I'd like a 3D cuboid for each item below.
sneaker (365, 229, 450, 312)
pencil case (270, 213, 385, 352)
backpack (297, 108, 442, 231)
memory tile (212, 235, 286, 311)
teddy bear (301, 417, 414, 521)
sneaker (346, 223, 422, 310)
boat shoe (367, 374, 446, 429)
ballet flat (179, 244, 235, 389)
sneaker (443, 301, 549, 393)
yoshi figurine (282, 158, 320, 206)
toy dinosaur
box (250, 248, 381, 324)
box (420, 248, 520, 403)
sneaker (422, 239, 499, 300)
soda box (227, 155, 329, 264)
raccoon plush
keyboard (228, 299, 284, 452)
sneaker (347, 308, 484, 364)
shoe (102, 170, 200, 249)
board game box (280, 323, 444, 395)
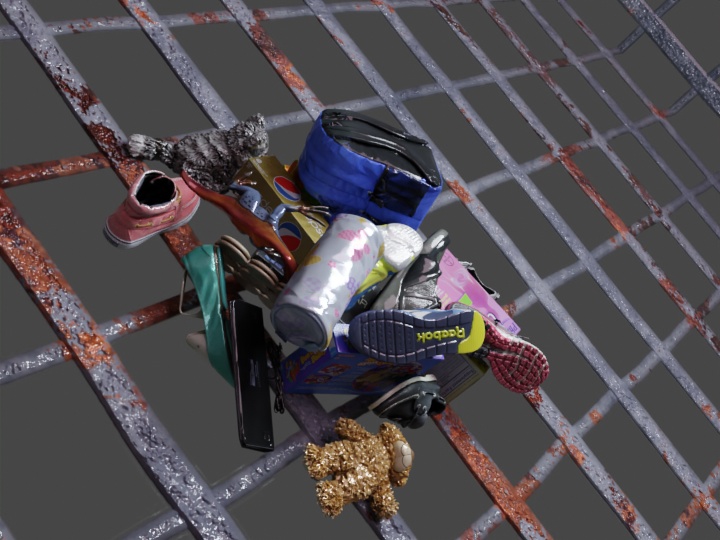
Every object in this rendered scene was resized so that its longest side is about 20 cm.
[{"bbox_3d":[0.098,0.034,1.530,0.114,0.076,0.200,38,63,-4],"label":"sneaker"},{"bbox_3d":[-0.039,0.014,1.336,0.091,0.083,0.200,43,49,-15],"label":"pencil case"},{"bbox_3d":[0.001,-0.142,1.540,0.200,0.168,0.163,23,21,-19],"label":"backpack"},{"bbox_3d":[-0.129,0.025,1.418,0.200,0.153,0.017,41,74,-8],"label":"memory tile"},{"bbox_3d":[0.005,0.266,1.371,0.200,0.067,0.145,13,49,-37],"label":"teddy bear"},{"bbox_3d":[0.000,0.000,1.483,0.200,0.105,0.076,-25,72,-34],"label":"sneaker"},{"bbox_3d":[0.076,0.200,1.485,0.066,0.074,0.199,59,16,13],"label":"boat shoe"},{"bbox_3d":[-0.204,0.066,1.352,0.067,0.070,0.200,79,-1,-82],"label":"ballet flat"},{"bbox_3d":[0.211,0.113,1.557,0.200,0.081,0.075,39,13,-18],"label":"sneaker"},{"bbox_3d":[-0.041,-0.120,1.671,0.200,0.112,0.113,33,31,-22],"label":"yoshi figurine"},{"bbox_3d":[-0.148,-0.051,1.408,0.200,0.105,0.182,3,33,-19],"label":"toy dinosaur"},{"bbox_3d":[-0.070,0.015,1.549,0.200,0.044,0.160,41,31,-6],"label":"box"},{"bbox_3d":[0.138,0.084,1.656,0.200,0.097,0.176,49,36,3],"label":"box"},{"bbox_3d":[0.160,0.000,1.772,0.200,0.082,0.075,41,36,-7],"label":"sneaker"},{"bbox_3d":[-0.107,-0.077,1.509,0.200,0.064,0.068,52,31,12],"label":"soda box"},{"bbox_3d":[-0.231,-0.187,1.516,0.200,0.134,0.097,6,53,-42],"label":"raccoon plush"},{"bbox_3d":[-0.137,0.142,1.344,0.127,0.021,0.200,28,51,-59],"label":"keyboard"},{"bbox_3d":[0.069,0.088,1.382,0.200,0.082,0.074,2,91,-26],"label":"sneaker"},{"bbox_3d":[-0.276,-0.102,1.426,0.071,0.091,0.200,47,36,1],"label":"shoe"},{"bbox_3d":[0.001,0.130,1.438,0.200,0.134,0.045,8,56,-41],"label":"board game box"}]
